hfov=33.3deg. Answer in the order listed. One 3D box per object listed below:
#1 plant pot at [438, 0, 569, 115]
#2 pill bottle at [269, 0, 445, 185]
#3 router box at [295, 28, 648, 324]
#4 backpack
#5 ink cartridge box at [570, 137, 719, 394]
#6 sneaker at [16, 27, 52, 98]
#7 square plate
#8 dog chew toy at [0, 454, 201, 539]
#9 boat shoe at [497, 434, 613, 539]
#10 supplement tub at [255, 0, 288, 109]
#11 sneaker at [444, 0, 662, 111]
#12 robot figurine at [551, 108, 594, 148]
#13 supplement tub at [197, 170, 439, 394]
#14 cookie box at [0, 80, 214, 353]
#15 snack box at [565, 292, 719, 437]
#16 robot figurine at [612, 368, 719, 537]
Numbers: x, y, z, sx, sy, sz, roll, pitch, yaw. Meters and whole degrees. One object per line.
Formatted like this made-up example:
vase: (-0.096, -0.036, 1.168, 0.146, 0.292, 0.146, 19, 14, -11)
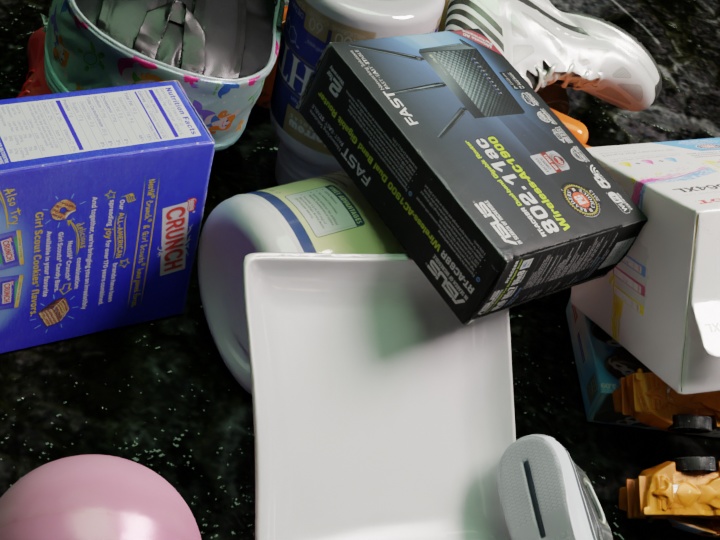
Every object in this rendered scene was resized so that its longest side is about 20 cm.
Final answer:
plant pot: (0.099, -0.201, 1.100, 0.185, 0.187, 0.202, -17, 68, -32)
pill bottle: (-0.011, -0.150, 0.972, 0.118, 0.202, 0.121, 8, 41, -7)
router box: (0.073, -0.071, 0.800, 0.149, 0.062, 0.201, -16, 58, -41)
backpack: (-0.151, -0.178, 0.912, 0.175, 0.151, 0.201, 16, 38, -19)
ink cartridge box: (0.246, -0.006, 0.836, 0.127, 0.127, 0.200, -6, 20, -14)
sneaker: (-0.272, -0.128, 0.962, 0.114, 0.079, 0.201, -6, 45, -25)
square plate: (0.014, 0.090, 0.756, 0.196, 0.028, 0.203, -1, 87, -33)
dog chew toy: (-0.144, 0.199, 0.621, 0.123, 0.125, 0.202, 6, 50, -10)
boat shoe: (0.136, 0.198, 0.738, 0.071, 0.072, 0.202, 26, 48, -39)
supplement tub: (-0.109, -0.245, 1.103, 0.121, 0.123, 0.201, -15, 50, -30)
sneaker: (0.150, -0.158, 0.984, 0.199, 0.076, 0.116, 28, 64, -12)
robot figurine: (0.128, -0.060, 0.982, 0.198, 0.146, 0.117, 21, 17, 6)
supplement tub: (0.000, 0.000, 0.855, 0.198, 0.146, 0.145, -16, 50, -30)
cookie box: (-0.210, -0.031, 0.806, 0.198, 0.172, 0.076, -11, 51, -28)
snack box: (0.265, 0.074, 0.937, 0.197, 0.037, 0.117, 8, 43, -9)
robot figurine: (0.279, 0.124, 0.848, 0.197, 0.058, 0.147, 4, 76, -13)
